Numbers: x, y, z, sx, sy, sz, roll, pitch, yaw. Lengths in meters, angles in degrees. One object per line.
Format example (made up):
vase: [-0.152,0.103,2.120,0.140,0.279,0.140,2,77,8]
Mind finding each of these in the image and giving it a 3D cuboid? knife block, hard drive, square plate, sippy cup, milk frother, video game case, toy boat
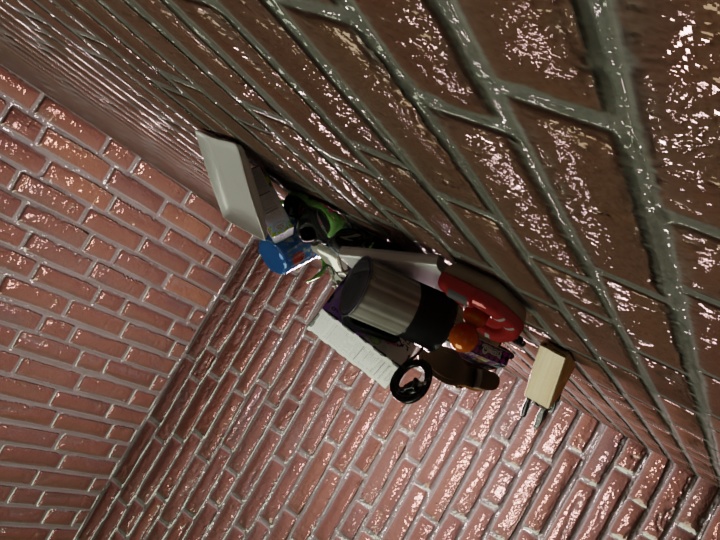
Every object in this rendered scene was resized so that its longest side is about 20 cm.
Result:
knife block: [0.404,0.259,1.746,0.064,0.176,0.200,27,175,26]
knife block: [0.280,0.129,1.738,0.175,0.064,0.200,28,175,12]
hard drive: [0.075,-0.002,1.477,0.199,0.027,0.132,7,159,30]
square plate: [-0.247,-0.172,1.542,0.200,0.028,0.199,27,138,53]
sippy cup: [-0.157,-0.062,1.804,0.178,0.130,0.140,36,143,23]
milk frother: [0.053,0.110,1.424,0.188,0.181,0.200,23,-142,-19]
video game case: [0.219,0.166,1.729,0.181,0.036,0.200,24,169,1]
toy boat: [0.198,0.082,1.367,0.130,0.131,0.200,28,175,37]

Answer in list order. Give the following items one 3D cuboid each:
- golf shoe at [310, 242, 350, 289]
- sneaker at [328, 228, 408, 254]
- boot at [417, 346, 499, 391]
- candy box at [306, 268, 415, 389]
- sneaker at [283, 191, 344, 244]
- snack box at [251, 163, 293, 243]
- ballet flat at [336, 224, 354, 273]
golf shoe: [-0.041,0.001,1.771,0.200,0.088,0.077,36,178,-23]
sneaker: [0.025,-0.043,1.577,0.199,0.071,0.083,22,168,23]
boot: [0.196,0.216,1.754,0.199,0.077,0.155,16,172,-15]
candy box: [0.017,0.114,1.593,0.200,0.072,0.168,37,-145,-1]
sneaker: [-0.111,-0.105,1.615,0.077,0.084,0.200,34,177,-34]
snack box: [-0.190,-0.133,1.633,0.143,0.053,0.200,64,175,-1]
ballet flat: [0.000,0.000,1.677,0.200,0.070,0.067,59,-169,-8]
